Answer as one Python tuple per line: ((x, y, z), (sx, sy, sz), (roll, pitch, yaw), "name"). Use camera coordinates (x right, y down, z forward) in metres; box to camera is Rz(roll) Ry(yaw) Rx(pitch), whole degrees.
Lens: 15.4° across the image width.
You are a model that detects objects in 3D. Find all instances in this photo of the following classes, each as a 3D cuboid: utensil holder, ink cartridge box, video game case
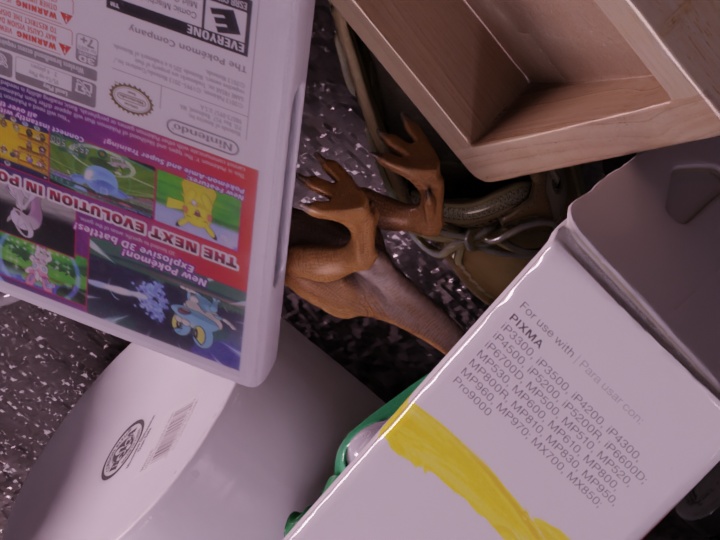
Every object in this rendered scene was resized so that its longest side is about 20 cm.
((-0.028, 0.129, 1.118), (0.200, 0.170, 0.170), (41, 132, -20), "utensil holder")
((0.063, 0.054, 0.856), (0.083, 0.145, 0.200), (44, 125, 6), "ink cartridge box")
((-0.114, -0.061, 0.915), (0.199, 0.023, 0.183), (20, 134, 13), "video game case")

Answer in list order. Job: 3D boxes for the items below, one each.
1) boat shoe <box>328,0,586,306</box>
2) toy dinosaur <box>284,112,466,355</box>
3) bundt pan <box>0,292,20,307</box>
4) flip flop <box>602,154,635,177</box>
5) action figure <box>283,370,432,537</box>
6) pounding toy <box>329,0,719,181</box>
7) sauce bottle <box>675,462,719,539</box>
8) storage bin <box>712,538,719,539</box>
((0.034, -0.050, 0.988), (0.073, 0.063, 0.201), (-2, 134, 20), "boat shoe")
((0.000, 0.000, 0.970), (0.199, 0.061, 0.106), (28, 140, 0), "toy dinosaur")
((-0.158, -0.082, 1.006), (0.201, 0.076, 0.202), (9, 137, 8), "bundt pan")
((0.175, -0.032, 0.948), (0.199, 0.057, 0.082), (4, 106, 46), "flip flop")
((0.061, 0.065, 1.030), (0.199, 0.055, 0.119), (-26, 123, -9), "action figure")
((0.086, -0.129, 0.802), (0.184, 0.142, 0.200), (50, 159, -14), "pounding toy")
((0.213, 0.145, 1.131), (0.200, 0.066, 0.066), (37, 134, -20), "sauce bottle")
((0.132, 0.200, 1.089), (0.094, 0.135, 0.200), (37, 168, 7), "storage bin")
